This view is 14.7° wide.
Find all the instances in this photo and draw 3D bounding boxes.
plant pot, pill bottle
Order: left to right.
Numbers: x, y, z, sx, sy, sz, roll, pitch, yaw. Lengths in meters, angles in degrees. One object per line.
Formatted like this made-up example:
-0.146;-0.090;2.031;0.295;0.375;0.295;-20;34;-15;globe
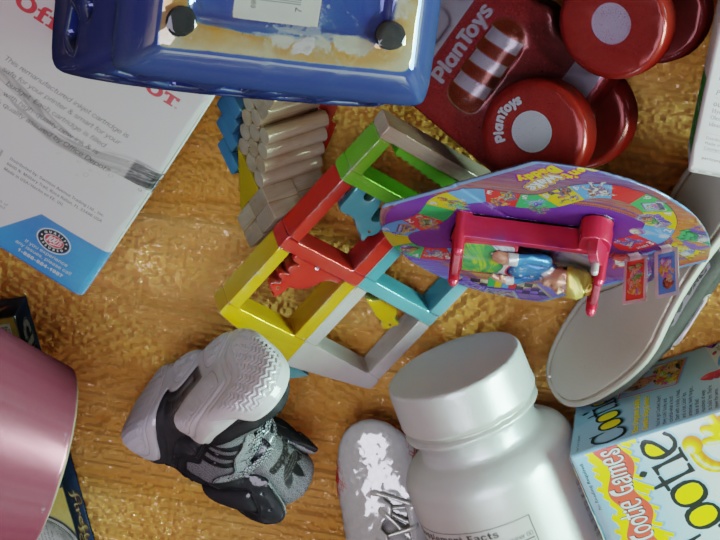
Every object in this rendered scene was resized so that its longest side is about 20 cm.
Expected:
-0.281;0.098;1.744;0.179;0.200;0.200;18;115;-16;plant pot
-0.051;-0.187;1.520;0.200;0.180;0.200;6;98;-14;plant pot
0.093;0.147;1.783;0.114;0.114;0.200;-17;109;14;pill bottle

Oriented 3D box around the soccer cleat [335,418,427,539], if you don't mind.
0.024;0.194;1.829;0.069;0.085;0.200;-6;112;10;soccer cleat

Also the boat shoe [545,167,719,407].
0.193;0.011;1.744;0.067;0.057;0.200;51;121;30;boat shoe

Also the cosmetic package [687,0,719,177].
0.250;-0.154;1.623;0.085;0.108;0.200;11;101;5;cosmetic package

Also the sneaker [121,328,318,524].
-0.068;0.101;1.773;0.114;0.076;0.200;35;156;-17;sneaker

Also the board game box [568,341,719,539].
0.244;0.108;1.753;0.200;0.105;0.103;-18;109;15;board game box

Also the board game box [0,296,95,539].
-0.265;0.123;1.865;0.135;0.035;0.200;-8;111;11;board game box

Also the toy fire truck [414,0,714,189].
0.105;-0.153;1.670;0.168;0.112;0.200;39;112;11;toy fire truck

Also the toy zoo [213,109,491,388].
0.000;0.000;1.757;0.131;0.020;0.200;28;116;-34;toy zoo

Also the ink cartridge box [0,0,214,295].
-0.178;-0.104;1.704;0.145;0.084;0.200;33;130;-6;ink cartridge box

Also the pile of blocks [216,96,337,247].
-0.049;-0.113;1.733;0.062;0.082;0.200;-19;128;-31;pile of blocks

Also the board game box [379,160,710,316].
0.107;-0.006;1.674;0.200;0.039;0.158;-15;148;41;board game box
